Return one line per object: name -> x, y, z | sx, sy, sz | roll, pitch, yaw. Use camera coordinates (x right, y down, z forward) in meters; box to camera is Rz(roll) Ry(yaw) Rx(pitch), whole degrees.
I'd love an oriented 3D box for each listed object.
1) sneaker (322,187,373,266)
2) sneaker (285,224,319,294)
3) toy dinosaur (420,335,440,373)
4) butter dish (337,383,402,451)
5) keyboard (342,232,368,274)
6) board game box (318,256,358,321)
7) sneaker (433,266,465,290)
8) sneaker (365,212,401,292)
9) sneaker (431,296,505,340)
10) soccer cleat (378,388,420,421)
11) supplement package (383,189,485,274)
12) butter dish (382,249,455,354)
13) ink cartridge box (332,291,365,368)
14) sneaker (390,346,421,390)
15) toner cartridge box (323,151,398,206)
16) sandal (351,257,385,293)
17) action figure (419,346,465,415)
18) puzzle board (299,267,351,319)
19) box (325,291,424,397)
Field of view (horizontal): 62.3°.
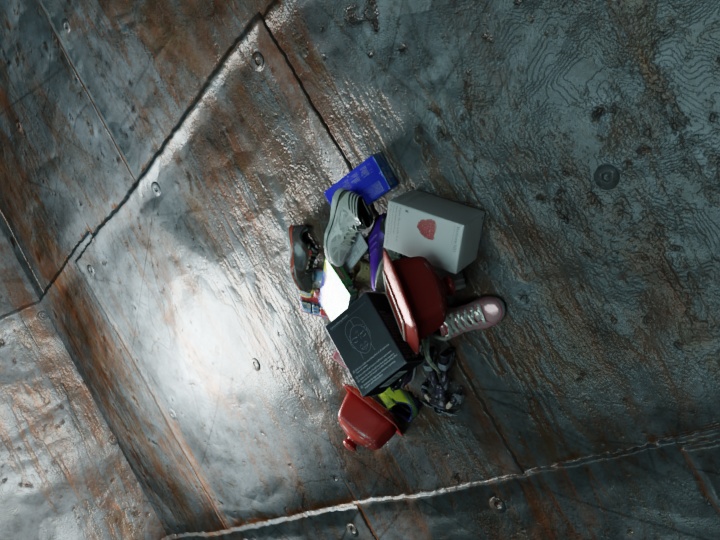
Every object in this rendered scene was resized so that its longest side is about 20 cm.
sneaker -> -0.030, -0.096, 1.485 | 0.115, 0.075, 0.205 | 26, 115, 47
sneaker -> -0.156, -0.032, 1.692 | 0.080, 0.077, 0.204 | -8, 99, 22
toy dinosaur -> 0.149, 0.145, 1.439 | 0.088, 0.047, 0.205 | -6, 90, 58
butter dish -> 0.006, 0.440, 1.681 | 0.198, 0.149, 0.200 | 33, 166, 22
keyboard -> -0.035, -0.028, 1.578 | 0.201, 0.010, 0.057 | -52, 53, 47
board game box -> -0.063, 0.071, 1.615 | 0.135, 0.029, 0.202 | 54, 151, 28
sneaker -> 0.170, 0.009, 1.476 | 0.197, 0.074, 0.084 | -3, 92, 33
sneaker -> 0.050, -0.047, 1.510 | 0.099, 0.069, 0.205 | 7, 85, 49
sneaker -> 0.246, 0.121, 1.430 | 0.198, 0.104, 0.077 | -17, 96, 40
soccer cleat -> 0.076, 0.342, 1.649 | 0.198, 0.084, 0.065 | 34, 127, 8
supplement package -> 0.170, -0.095, 1.385 | 0.197, 0.119, 0.124 | 21, 120, 29
butter dish -> 0.140, 0.054, 1.324 | 0.200, 0.145, 0.203 | 75, 176, -65
ink cartridge box -> 0.034, 0.177, 1.561 | 0.144, 0.084, 0.203 | 30, 99, 32
sneaker -> 0.112, 0.230, 1.589 | 0.075, 0.087, 0.204 | 16, 118, 31
toner cartridge box -> -0.001, -0.208, 1.522 | 0.199, 0.043, 0.096 | -29, 91, 42
sandal -> -0.002, 0.005, 1.594 | 0.211, 0.069, 0.078 | 39, 128, 18
action figure -> 0.211, 0.299, 1.560 | 0.128, 0.069, 0.204 | 8, 117, 27
puzzle board -> -0.106, 0.072, 1.740 | 0.197, 0.017, 0.154 | 12, 116, 33
box -> 0.033, 0.178, 1.449 | 0.148, 0.106, 0.202 | -39, 68, 21
